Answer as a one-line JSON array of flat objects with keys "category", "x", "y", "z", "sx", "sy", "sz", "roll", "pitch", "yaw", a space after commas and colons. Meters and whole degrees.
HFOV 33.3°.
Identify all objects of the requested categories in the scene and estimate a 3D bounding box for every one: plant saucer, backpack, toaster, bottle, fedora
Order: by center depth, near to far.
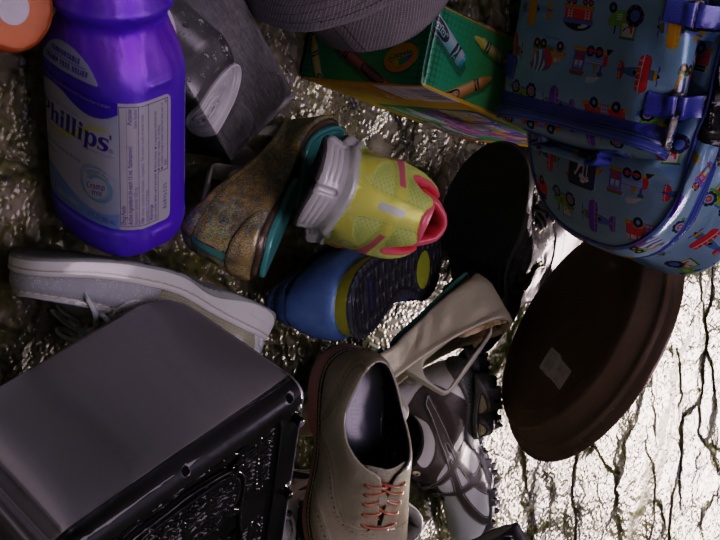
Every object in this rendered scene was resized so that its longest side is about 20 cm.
[{"category": "bottle", "x": -0.137, "y": -0.107, "z": 0.668, "sx": 0.065, "sy": 0.083, "sz": 0.200, "roll": -30, "pitch": 140, "yaw": -39}, {"category": "toaster", "x": -0.139, "y": 0.141, "z": 0.689, "sx": 0.200, "sy": 0.119, "sz": 0.181, "roll": -33, "pitch": 148, "yaw": -35}, {"category": "fedora", "x": 0.008, "y": -0.218, "z": 0.768, "sx": 0.090, "sy": 0.177, "sz": 0.200, "roll": 46, "pitch": 46, "yaw": -51}, {"category": "backpack", "x": 0.181, "y": -0.100, "z": 0.802, "sx": 0.134, "sy": 0.183, "sz": 0.200, "roll": -4, "pitch": 113, "yaw": -37}, {"category": "plant saucer", "x": 0.167, "y": 0.048, "z": 0.907, "sx": 0.029, "sy": 0.200, "sz": 0.200, "roll": 29, "pitch": 77, "yaw": -16}]

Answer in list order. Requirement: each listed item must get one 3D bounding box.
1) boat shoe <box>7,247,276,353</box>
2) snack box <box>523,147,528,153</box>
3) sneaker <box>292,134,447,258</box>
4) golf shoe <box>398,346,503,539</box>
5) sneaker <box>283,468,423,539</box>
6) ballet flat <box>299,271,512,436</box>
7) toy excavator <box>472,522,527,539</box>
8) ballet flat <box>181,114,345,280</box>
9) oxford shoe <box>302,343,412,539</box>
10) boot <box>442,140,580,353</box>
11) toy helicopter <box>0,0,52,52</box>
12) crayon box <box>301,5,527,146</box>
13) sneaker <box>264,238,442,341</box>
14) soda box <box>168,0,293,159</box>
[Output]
[{"category": "boat shoe", "x": -0.133, "y": 0.031, "z": 0.750, "sx": 0.202, "sy": 0.074, "sz": 0.065, "roll": 23, "pitch": 78, "yaw": -52}, {"category": "snack box", "x": 0.191, "y": -0.182, "z": 0.978, "sx": 0.053, "sy": 0.142, "sz": 0.200, "roll": 6, "pitch": 96, "yaw": -21}, {"category": "sneaker", "x": 0.012, "y": -0.040, "z": 0.791, "sx": 0.200, "sy": 0.090, "sz": 0.078, "roll": -57, "pitch": 166, "yaw": -82}, {"category": "golf shoe", "x": 0.064, "y": 0.151, "z": 0.987, "sx": 0.094, "sy": 0.078, "sz": 0.200, "roll": -11, "pitch": 124, "yaw": -10}, {"category": "sneaker", "x": -0.036, "y": 0.183, "z": 0.872, "sx": 0.200, "sy": 0.088, "sz": 0.074, "roll": -4, "pitch": 103, "yaw": -43}, {"category": "ballet flat", "x": 0.031, "y": 0.077, "z": 0.893, "sx": 0.200, "sy": 0.069, "sz": 0.070, "roll": -36, "pitch": 124, "yaw": -15}, {"category": "toy excavator", "x": 0.091, "y": 0.259, "z": 0.950, "sx": 0.194, "sy": 0.200, "sz": 0.100, "roll": -24, "pitch": 85, "yaw": -27}, {"category": "ballet flat", "x": -0.063, "y": -0.060, "z": 0.790, "sx": 0.200, "sy": 0.071, "sz": 0.071, "roll": -63, "pitch": 143, "yaw": -58}, {"category": "oxford shoe", "x": 0.002, "y": 0.151, "z": 0.815, "sx": 0.071, "sy": 0.074, "sz": 0.200, "roll": -8, "pitch": 92, "yaw": -21}, {"category": "boot", "x": 0.137, "y": -0.038, "z": 1.000, "sx": 0.174, "sy": 0.069, "sz": 0.200, "roll": -34, "pitch": 140, "yaw": -46}, {"category": "toy helicopter", "x": -0.260, "y": -0.131, "z": 0.584, "sx": 0.200, "sy": 0.079, "sz": 0.132, "roll": -44, "pitch": 126, "yaw": -25}, {"category": "crayon box", "x": 0.070, "y": -0.140, "z": 0.883, "sx": 0.200, "sy": 0.119, "sz": 0.058, "roll": 12, "pitch": 90, "yaw": -46}, {"category": "sneaker", "x": 0.000, "y": 0.000, "z": 0.891, "sx": 0.200, "sy": 0.078, "sz": 0.066, "roll": -29, "pitch": 119, "yaw": -60}, {"category": "soda box", "x": -0.121, "y": -0.165, "z": 0.724, "sx": 0.071, "sy": 0.063, "sz": 0.200, "roll": -49, "pitch": 129, "yaw": -27}]
